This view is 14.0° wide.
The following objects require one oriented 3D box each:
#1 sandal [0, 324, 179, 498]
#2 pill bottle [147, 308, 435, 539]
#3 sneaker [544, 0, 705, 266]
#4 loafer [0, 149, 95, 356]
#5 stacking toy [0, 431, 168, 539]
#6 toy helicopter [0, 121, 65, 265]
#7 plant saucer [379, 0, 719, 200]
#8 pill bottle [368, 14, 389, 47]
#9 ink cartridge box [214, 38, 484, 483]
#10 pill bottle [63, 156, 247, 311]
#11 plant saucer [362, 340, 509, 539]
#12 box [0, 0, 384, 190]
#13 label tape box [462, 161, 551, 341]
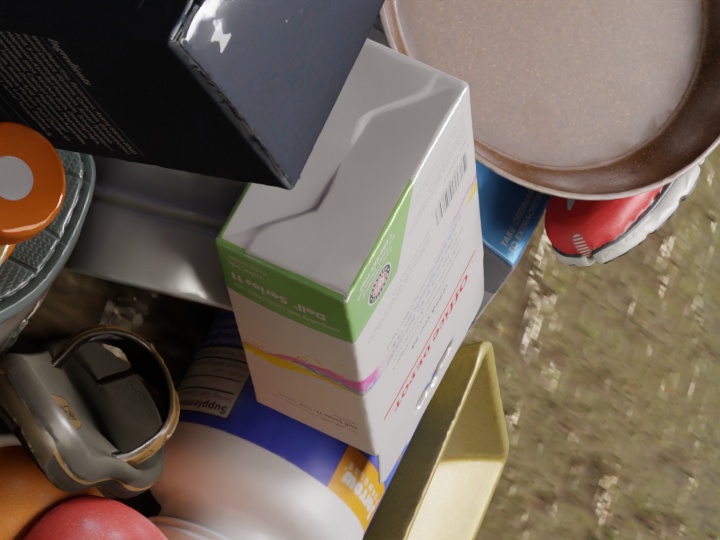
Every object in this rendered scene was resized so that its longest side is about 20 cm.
[{"bbox_3d":[-0.111,0.050,1.249,0.055,0.082,0.200,-40,172,4],"label":"sandal"},{"bbox_3d":[-0.034,0.076,1.400,0.201,0.111,0.112,-64,144,-21],"label":"pill bottle"},{"bbox_3d":[0.125,-0.094,1.405,0.085,0.077,0.201,43,58,-34],"label":"sneaker"},{"bbox_3d":[-0.181,0.024,1.222,0.201,0.072,0.063,-56,174,-23],"label":"loafer"},{"bbox_3d":[-0.101,0.158,1.248,0.146,0.199,0.147,-24,120,-50],"label":"stacking toy"},{"bbox_3d":[-0.212,0.006,1.129,0.132,0.079,0.201,32,67,-14],"label":"toy helicopter"},{"bbox_3d":[0.092,-0.128,1.342,0.199,0.034,0.202,4,80,-21],"label":"plant saucer"},{"bbox_3d":[0.027,-0.163,1.404,0.120,0.119,0.201,50,59,-50],"label":"pill bottle"},{"bbox_3d":[0.000,0.000,1.293,0.118,0.067,0.200,-61,163,-22],"label":"ink cartridge box"},{"bbox_3d":[-0.069,-0.089,1.291,0.114,0.114,0.201,17,87,-57],"label":"pill bottle"},{"bbox_3d":[0.015,0.146,1.512,0.200,0.048,0.201,74,38,-69],"label":"plant saucer"},{"bbox_3d":[-0.095,-0.131,1.159,0.149,0.199,0.104,-63,143,-20],"label":"box"},{"bbox_3d":[0.073,-0.060,1.466,0.144,0.066,0.200,-62,-177,-22],"label":"label tape box"}]
